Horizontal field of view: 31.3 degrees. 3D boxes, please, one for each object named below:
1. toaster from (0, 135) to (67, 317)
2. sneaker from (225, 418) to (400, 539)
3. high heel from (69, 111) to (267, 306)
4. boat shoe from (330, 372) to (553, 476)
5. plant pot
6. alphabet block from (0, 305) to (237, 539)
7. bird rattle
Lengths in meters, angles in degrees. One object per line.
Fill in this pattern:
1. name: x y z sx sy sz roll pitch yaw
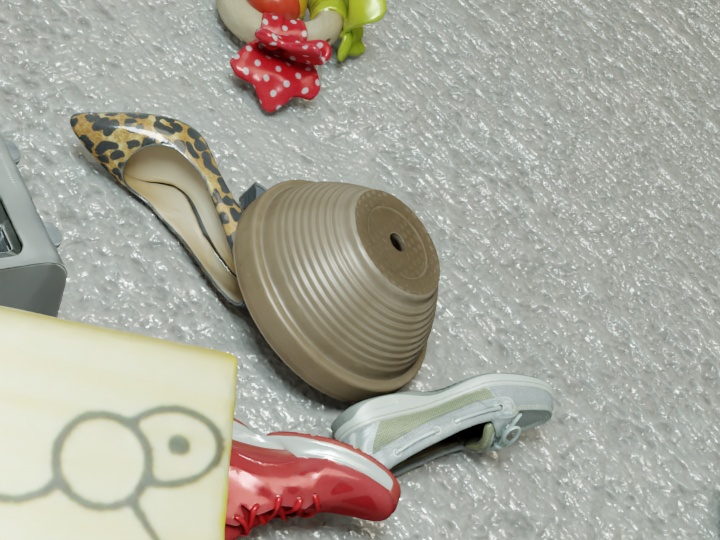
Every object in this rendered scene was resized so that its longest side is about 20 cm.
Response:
1. toaster: -0.324 -0.028 0.900 0.199 0.119 0.182 -10 57 -37
2. sneaker: -0.074 0.175 0.918 0.198 0.079 0.116 15 53 -3
3. high heel: -0.155 -0.053 1.059 0.199 0.071 0.143 26 36 -22
4. boat shoe: 0.074 0.131 1.040 0.200 0.075 0.065 -5 60 -30
5. plant pot: 0.000 0.000 1.054 0.200 0.092 0.202 30 42 -32
6. alphabet block: -0.198 0.146 0.736 0.198 0.196 0.197 14 61 -21
7. bird rattle: -0.073 -0.248 1.290 0.163 0.113 0.200 36 54 19
